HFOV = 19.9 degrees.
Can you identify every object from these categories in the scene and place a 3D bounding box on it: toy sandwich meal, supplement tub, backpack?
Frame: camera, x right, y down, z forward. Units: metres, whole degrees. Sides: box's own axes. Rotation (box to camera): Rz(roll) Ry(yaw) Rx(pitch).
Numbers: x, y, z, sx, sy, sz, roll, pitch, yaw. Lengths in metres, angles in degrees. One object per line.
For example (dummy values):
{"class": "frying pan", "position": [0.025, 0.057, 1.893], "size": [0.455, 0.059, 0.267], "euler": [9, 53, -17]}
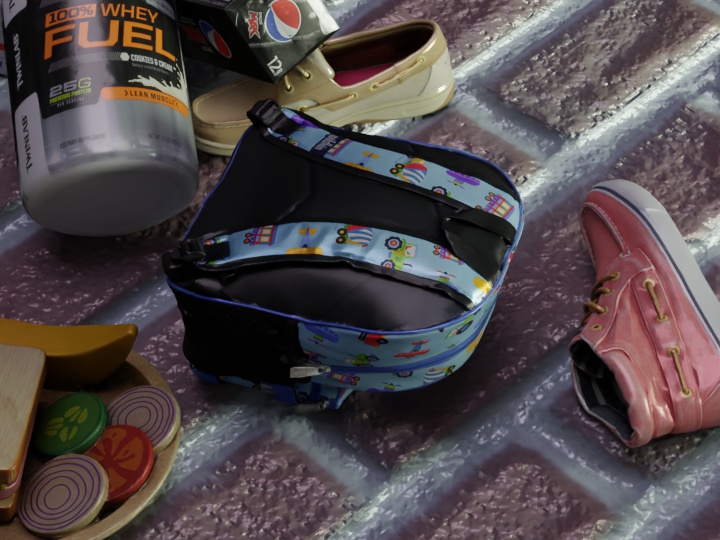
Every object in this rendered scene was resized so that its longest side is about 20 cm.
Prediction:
{"class": "toy sandwich meal", "position": [-0.211, 0.092, 1.261], "size": [0.204, 0.070, 0.206], "euler": [-3, 45, 3]}
{"class": "supplement tub", "position": [-0.181, -0.135, 1.407], "size": [0.122, 0.123, 0.201], "euler": [-9, 68, -3]}
{"class": "backpack", "position": [0.000, 0.000, 1.286], "size": [0.199, 0.135, 0.183], "euler": [10, 47, 17]}

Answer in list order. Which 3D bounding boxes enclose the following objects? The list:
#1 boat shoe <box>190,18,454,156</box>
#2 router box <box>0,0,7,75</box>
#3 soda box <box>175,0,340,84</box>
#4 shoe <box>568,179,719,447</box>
{"class": "boat shoe", "position": [-0.031, -0.138, 1.474], "size": [0.199, 0.069, 0.074], "euler": [-15, 46, -10]}
{"class": "router box", "position": [-0.312, -0.240, 1.527], "size": [0.199, 0.180, 0.049], "euler": [18, 50, 22]}
{"class": "soda box", "position": [-0.095, -0.188, 1.469], "size": [0.063, 0.071, 0.200], "euler": [-42, 27, -12]}
{"class": "shoe", "position": [0.165, 0.024, 1.289], "size": [0.091, 0.072, 0.200], "euler": [-15, 50, -17]}
